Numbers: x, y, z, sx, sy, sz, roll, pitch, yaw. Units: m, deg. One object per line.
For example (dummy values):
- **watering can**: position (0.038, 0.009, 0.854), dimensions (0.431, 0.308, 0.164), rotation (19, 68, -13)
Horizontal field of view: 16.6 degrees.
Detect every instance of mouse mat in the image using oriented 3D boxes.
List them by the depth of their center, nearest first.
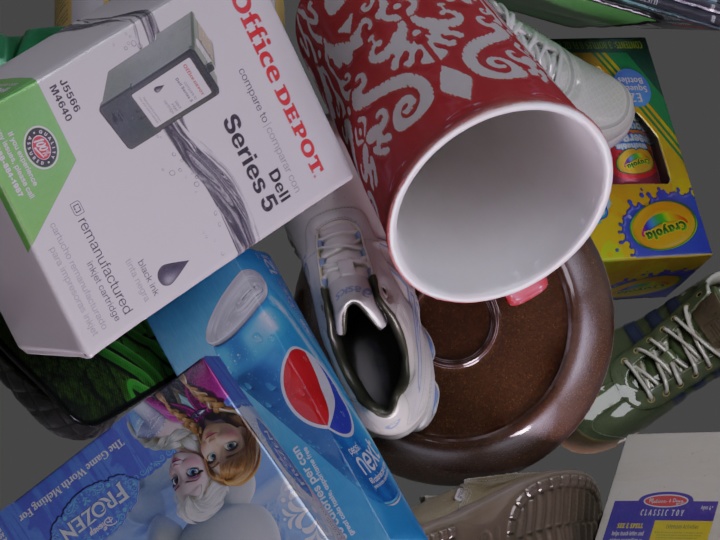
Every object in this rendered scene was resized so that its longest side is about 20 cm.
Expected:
- **mouse mat**: position (-0.179, -0.003, 1.460), dimensions (0.200, 0.008, 0.161), rotation (45, 38, 11)
- **mouse mat**: position (0.096, -0.182, 1.607), dimensions (0.160, 0.200, 0.008), rotation (14, 90, -12)

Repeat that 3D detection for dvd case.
- **dvd case**: position (0.133, -0.196, 1.668), dimensions (0.199, 0.146, 0.022), rotation (15, 91, -17)

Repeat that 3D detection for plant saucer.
- **plant saucer**: position (0.056, 0.031, 1.511), dimensions (0.199, 0.032, 0.202), rotation (0, 88, 3)

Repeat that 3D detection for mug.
- **mug**: position (0.040, -0.079, 1.426), dimensions (0.133, 0.178, 0.200), rotation (-7, 41, -21)

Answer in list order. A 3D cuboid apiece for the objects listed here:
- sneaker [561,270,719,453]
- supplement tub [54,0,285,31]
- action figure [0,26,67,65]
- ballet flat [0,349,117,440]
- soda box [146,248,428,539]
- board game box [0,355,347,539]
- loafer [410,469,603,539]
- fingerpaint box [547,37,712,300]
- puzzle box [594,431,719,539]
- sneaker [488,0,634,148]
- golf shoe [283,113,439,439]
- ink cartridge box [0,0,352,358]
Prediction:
- **sneaker**: position (0.210, 0.044, 1.604), dimensions (0.200, 0.090, 0.067), rotation (-28, 79, -33)
- **supplement tub**: position (-0.117, -0.155, 1.523), dimensions (0.144, 0.145, 0.201), rotation (8, 61, -21)
- **action figure**: position (-0.205, -0.042, 1.401), dimensions (0.055, 0.118, 0.201), rotation (41, 55, -46)
- **ballet flat**: position (-0.213, 0.018, 1.443), dimensions (0.200, 0.057, 0.066), rotation (43, 57, 1)
- **soda box**: position (-0.045, 0.086, 1.408), dimensions (0.201, 0.068, 0.064), rotation (60, 16, 17)
- **board game box**: position (-0.102, 0.185, 1.346), dimensions (0.200, 0.043, 0.199), rotation (-38, 82, 8)
- **loafer**: position (0.068, 0.160, 1.491), dimensions (0.199, 0.068, 0.076), rotation (-9, 102, -43)
- **fingerpaint box**: position (0.112, -0.065, 1.626), dimensions (0.199, 0.073, 0.168), rotation (-3, 66, -25)
- **puzzle box**: position (0.232, 0.157, 1.481), dimensions (0.025, 0.199, 0.134), rotation (49, 51, -39)
- **sneaker**: position (0.086, -0.130, 1.557), dimensions (0.199, 0.081, 0.076), rotation (19, 55, -12)
- **golf shoe**: position (0.000, 0.000, 1.452), dimensions (0.078, 0.097, 0.201), rotation (-19, 86, 3)
- **ink cartridge box**: position (-0.123, -0.066, 1.353), dimensions (0.200, 0.084, 0.146), rotation (-35, 109, -29)
